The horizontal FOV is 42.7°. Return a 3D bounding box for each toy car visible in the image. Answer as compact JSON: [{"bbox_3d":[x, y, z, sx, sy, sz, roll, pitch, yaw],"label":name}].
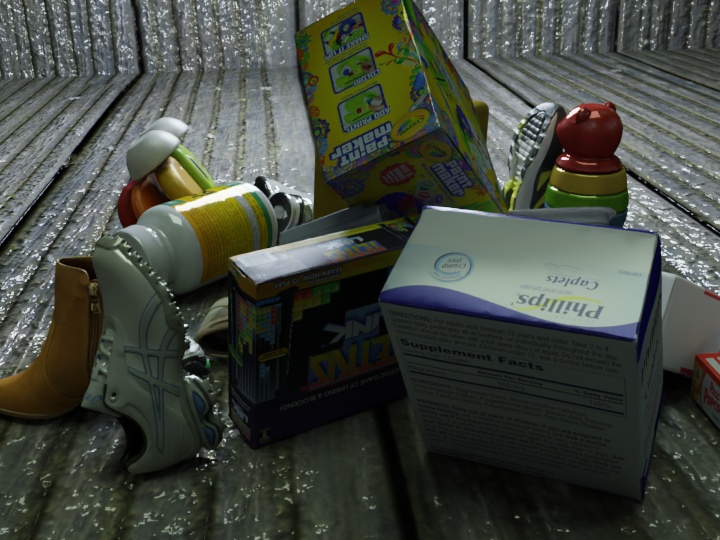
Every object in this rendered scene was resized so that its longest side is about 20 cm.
[{"bbox_3d":[-0.274,-0.109,1.321,0.150,0.175,0.200,-37,18,11],"label":"toy car"}]

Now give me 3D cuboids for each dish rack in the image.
[{"bbox_3d":[0.191,-0.023,1.064,0.171,0.044,0.200,-2,-15,-3],"label":"dish rack"}]

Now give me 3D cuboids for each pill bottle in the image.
[{"bbox_3d":[-0.207,-0.036,1.140,0.113,0.113,0.200,14,27,36],"label":"pill bottle"}]

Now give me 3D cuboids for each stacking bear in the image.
[{"bbox_3d":[0.287,-0.114,1.176,0.121,0.200,0.114,-15,26,-31],"label":"stacking bear"}]

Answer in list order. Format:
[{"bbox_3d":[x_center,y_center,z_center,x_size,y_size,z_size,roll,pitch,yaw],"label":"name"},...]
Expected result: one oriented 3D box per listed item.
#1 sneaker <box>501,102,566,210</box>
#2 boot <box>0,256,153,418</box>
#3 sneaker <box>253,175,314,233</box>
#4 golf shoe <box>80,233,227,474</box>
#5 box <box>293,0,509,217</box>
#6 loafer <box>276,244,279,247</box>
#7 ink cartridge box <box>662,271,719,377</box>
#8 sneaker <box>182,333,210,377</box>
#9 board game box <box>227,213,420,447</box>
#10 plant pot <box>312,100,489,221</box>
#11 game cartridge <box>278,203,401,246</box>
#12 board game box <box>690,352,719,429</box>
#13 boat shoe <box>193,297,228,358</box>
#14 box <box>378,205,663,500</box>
[{"bbox_3d":[0.247,-0.134,1.255,0.084,0.200,0.075,2,33,-19],"label":"sneaker"},{"bbox_3d":[-0.266,0.058,0.843,0.201,0.144,0.071,-2,17,16],"label":"boot"},{"bbox_3d":[-0.089,-0.086,1.354,0.115,0.076,0.200,7,12,-25],"label":"sneaker"},{"bbox_3d":[-0.185,0.072,0.745,0.097,0.200,0.078,-27,13,-27],"label":"golf shoe"},{"bbox_3d":[0.046,-0.140,0.931,0.122,0.200,0.193,-23,57,17],"label":"box"},{"bbox_3d":[0.000,0.000,1.065,0.200,0.072,0.063,5,36,-21],"label":"loafer"},{"bbox_3d":[0.231,0.033,0.895,0.200,0.084,0.145,18,1,43],"label":"ink cartridge box"},{"bbox_3d":[-0.217,0.062,0.925,0.078,0.085,0.200,-17,26,-34],"label":"sneaker"},{"bbox_3d":[-0.018,0.050,0.820,0.200,0.166,0.057,-15,33,-30],"label":"board game box"},{"bbox_3d":[0.037,-0.119,1.175,0.200,0.200,0.176,7,12,23],"label":"plant pot"},{"bbox_3d":[0.013,0.001,0.940,0.133,0.041,0.200,-15,-30,28],"label":"game cartridge"},{"bbox_3d":[0.384,0.127,0.755,0.151,0.046,0.200,-3,21,-4],"label":"board game box"},{"bbox_3d":[-0.070,0.066,0.931,0.200,0.072,0.065,2,30,16],"label":"boat shoe"},{"bbox_3d":[0.131,0.063,0.705,0.184,0.200,0.105,8,50,25],"label":"box"}]
